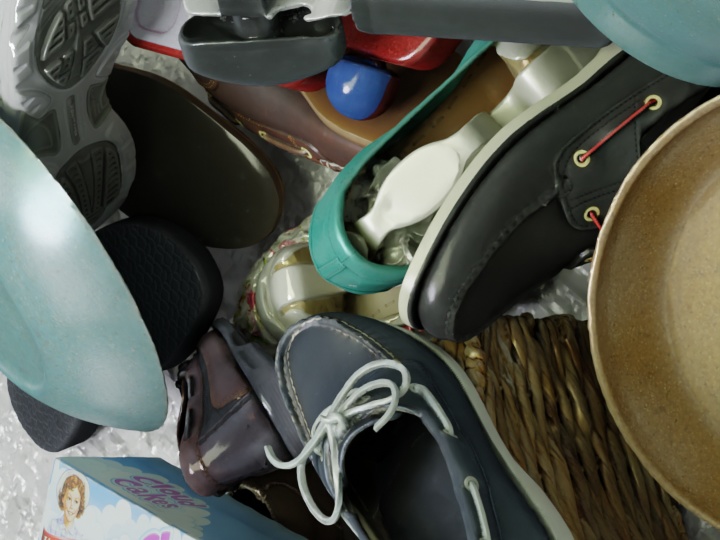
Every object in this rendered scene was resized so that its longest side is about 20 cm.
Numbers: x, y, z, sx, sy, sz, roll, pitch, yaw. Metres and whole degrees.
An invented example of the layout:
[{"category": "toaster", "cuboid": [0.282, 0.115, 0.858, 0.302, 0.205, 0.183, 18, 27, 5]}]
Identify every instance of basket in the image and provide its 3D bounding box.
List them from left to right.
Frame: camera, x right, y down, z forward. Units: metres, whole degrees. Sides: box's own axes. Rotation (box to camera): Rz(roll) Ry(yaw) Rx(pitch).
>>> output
[{"category": "basket", "cuboid": [0.050, 0.134, 1.287, 0.149, 0.142, 0.201, -26, 73, 36]}]

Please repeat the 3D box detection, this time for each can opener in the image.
[{"category": "can opener", "cuboid": [0.018, -0.116, 1.263, 0.199, 0.067, 0.053, 1, 46, 19]}]

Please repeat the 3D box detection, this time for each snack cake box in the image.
[{"category": "snack cake box", "cuboid": [-0.074, 0.167, 1.347, 0.200, 0.067, 0.116, 22, 104, 50]}]

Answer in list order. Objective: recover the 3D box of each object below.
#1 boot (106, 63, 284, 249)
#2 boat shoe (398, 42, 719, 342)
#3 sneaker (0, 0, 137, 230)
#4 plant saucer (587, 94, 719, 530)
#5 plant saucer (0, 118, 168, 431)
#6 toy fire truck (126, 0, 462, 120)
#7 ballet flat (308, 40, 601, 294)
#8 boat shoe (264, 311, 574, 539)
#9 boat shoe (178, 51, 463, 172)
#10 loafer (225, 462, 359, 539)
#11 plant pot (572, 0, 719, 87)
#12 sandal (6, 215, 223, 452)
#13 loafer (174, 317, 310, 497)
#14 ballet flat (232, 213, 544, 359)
[{"category": "boot", "cuboid": [-0.108, -0.073, 1.473, 0.199, 0.075, 0.074, 27, 113, 26]}, {"category": "boat shoe", "cuboid": [0.098, -0.040, 1.237, 0.063, 0.074, 0.201, 39, 70, 25]}, {"category": "sneaker", "cuboid": [-0.161, -0.106, 1.384, 0.099, 0.078, 0.201, 37, 141, 29]}, {"category": "plant saucer", "cuboid": [0.192, 0.017, 1.202, 0.199, 0.035, 0.202, 4, 102, 18]}, {"category": "plant saucer", "cuboid": [-0.167, 0.003, 1.410, 0.201, 0.039, 0.201, 45, 157, 25]}, {"category": "toy fire truck", "cuboid": [-0.010, -0.159, 1.343, 0.199, 0.112, 0.169, 18, 95, 33]}, {"category": "ballet flat", "cuboid": [0.060, -0.063, 1.278, 0.200, 0.070, 0.067, -44, 96, -4]}, {"category": "boat shoe", "cuboid": [0.013, 0.077, 1.192, 0.075, 0.062, 0.200, -52, 45, 18]}, {"category": "boat shoe", "cuboid": [-0.009, -0.082, 1.396, 0.200, 0.070, 0.071, 32, 150, 40]}, {"category": "loafer", "cuboid": [-0.035, 0.185, 1.406, 0.073, 0.071, 0.201, -18, 78, 39]}, {"category": "plant pot", "cuboid": [0.154, -0.159, 1.180, 0.201, 0.199, 0.134, 61, 138, 23]}, {"category": "sandal", "cuboid": [-0.121, 0.026, 1.485, 0.200, 0.043, 0.076, -38, 77, 53]}, {"category": "loafer", "cuboid": [-0.064, 0.067, 1.364, 0.063, 0.200, 0.072, -32, 96, -6]}, {"category": "ballet flat", "cuboid": [0.000, 0.000, 1.383, 0.199, 0.064, 0.076, -20, 78, 39]}]
